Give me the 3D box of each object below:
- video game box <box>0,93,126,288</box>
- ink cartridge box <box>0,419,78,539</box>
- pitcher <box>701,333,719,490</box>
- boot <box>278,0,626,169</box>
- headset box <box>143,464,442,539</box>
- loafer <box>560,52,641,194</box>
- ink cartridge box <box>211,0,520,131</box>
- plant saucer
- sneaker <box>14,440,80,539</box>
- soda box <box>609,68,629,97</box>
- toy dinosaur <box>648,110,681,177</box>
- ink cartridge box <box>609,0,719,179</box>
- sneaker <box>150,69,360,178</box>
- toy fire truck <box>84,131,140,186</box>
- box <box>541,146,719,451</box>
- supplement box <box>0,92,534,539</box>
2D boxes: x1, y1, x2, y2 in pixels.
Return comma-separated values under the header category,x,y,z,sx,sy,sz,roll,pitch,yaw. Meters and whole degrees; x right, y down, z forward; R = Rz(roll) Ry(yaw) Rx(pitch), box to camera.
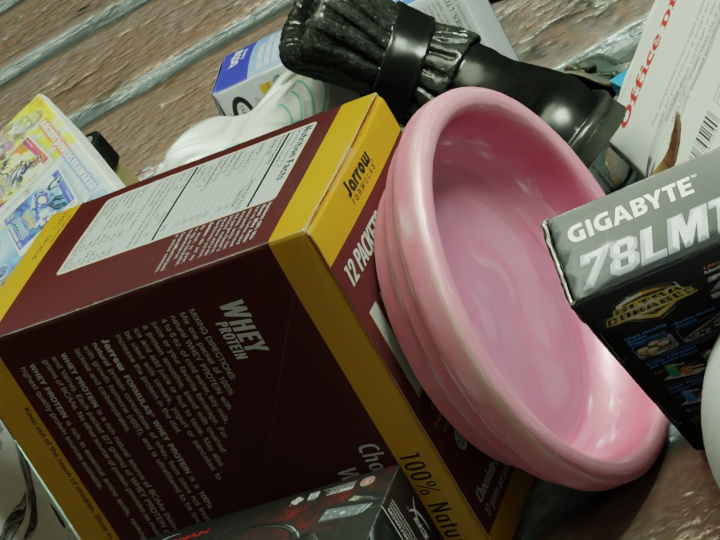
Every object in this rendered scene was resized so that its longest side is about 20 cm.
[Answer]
category,x,y,z,sx,sy,sz,roll,pitch,yaw
video game box,-0.219,-0.002,1.660,0.182,0.047,0.200,-47,31,2
ink cartridge box,-0.205,0.123,1.388,0.068,0.200,0.116,-28,22,6
pitcher,0.235,0.074,1.078,0.172,0.121,0.200,-15,31,-9
boot,0.042,-0.102,1.474,0.079,0.158,0.211,-56,15,-4
headset box,-0.053,0.188,1.221,0.149,0.077,0.200,-18,23,26
loafer,0.135,-0.092,1.618,0.072,0.063,0.200,-24,22,16
ink cartridge box,0.001,-0.092,1.687,0.200,0.136,0.076,-24,20,13
plant saucer,0.071,0.013,1.286,0.051,0.201,0.201,-28,20,30
sneaker,-0.196,0.098,1.543,0.074,0.118,0.200,-20,22,27
soda box,0.247,-0.128,1.554,0.200,0.064,0.068,-32,21,-7
toy dinosaur,0.119,0.001,1.422,0.200,0.060,0.106,-56,14,12
ink cartridge box,0.211,-0.094,1.405,0.200,0.083,0.147,-120,48,-68
sneaker,-0.031,-0.071,1.564,0.200,0.080,0.070,-41,-18,-34
toy fire truck,-0.237,0.010,1.810,0.200,0.129,0.176,-34,19,21
box,0.202,-0.006,1.187,0.200,0.199,0.050,-24,61,13
supplement box,-0.044,0.054,1.340,0.200,0.197,0.133,-19,24,27
